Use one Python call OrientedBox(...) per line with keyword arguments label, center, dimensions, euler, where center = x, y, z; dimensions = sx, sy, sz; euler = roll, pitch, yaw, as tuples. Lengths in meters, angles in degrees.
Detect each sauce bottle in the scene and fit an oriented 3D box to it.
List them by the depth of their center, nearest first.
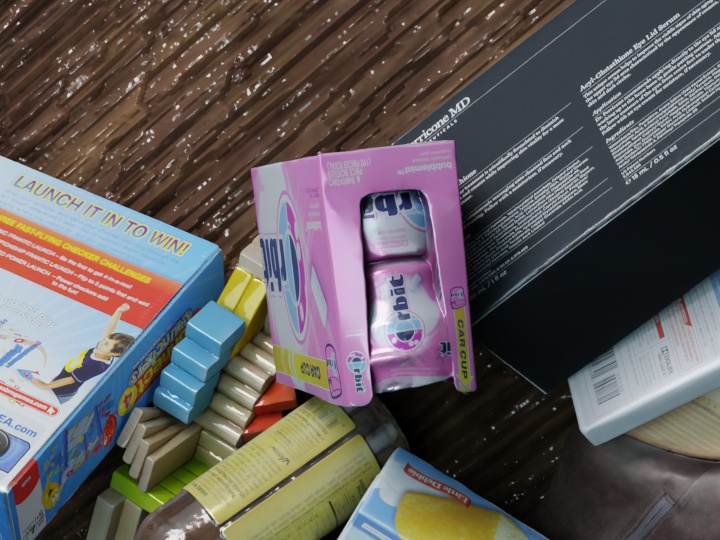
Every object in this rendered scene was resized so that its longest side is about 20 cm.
OrientedBox(label="sauce bottle", center=(-0.068, 0.132, 1.151), dimensions=(0.200, 0.065, 0.065), euler=(-33, 74, -15))

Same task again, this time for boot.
OrientedBox(label="boot", center=(0.178, 0.141, 1.104), dimensions=(0.200, 0.072, 0.167), euler=(38, 110, 21))

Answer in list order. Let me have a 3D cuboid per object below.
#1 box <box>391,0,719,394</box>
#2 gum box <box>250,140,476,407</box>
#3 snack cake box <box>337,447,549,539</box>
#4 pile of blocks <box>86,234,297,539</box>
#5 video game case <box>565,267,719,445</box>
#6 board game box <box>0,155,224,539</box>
OrientedBox(label="box", center=(0.127, -0.059, 1.087), dimensions=(0.200, 0.079, 0.141), euler=(-37, 44, 17))
OrientedBox(label="gum box", center=(0.000, 0.000, 1.085), dimensions=(0.066, 0.200, 0.114), euler=(-7, 92, -12))
OrientedBox(label="snack cake box", center=(0.069, 0.191, 1.092), dimensions=(0.200, 0.067, 0.115), euler=(31, 120, 3))
OrientedBox(label="pile of blocks", center=(-0.076, 0.081, 1.194), dimensions=(0.062, 0.082, 0.200), euler=(30, 99, 18))
OrientedBox(label="video game case", center=(0.182, -0.015, 1.087), dimensions=(0.200, 0.018, 0.144), euler=(-28, 44, 19))
OrientedBox(label="board game box", center=(-0.206, 0.032, 1.197), dimensions=(0.199, 0.196, 0.056), euler=(22, 139, 22))
